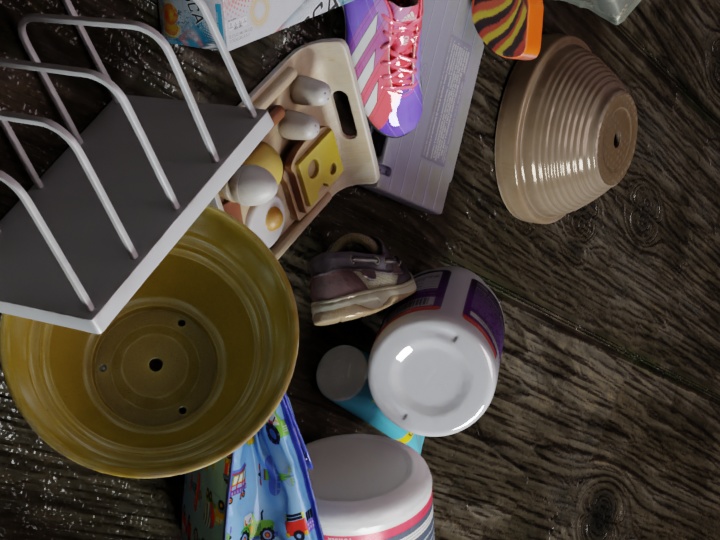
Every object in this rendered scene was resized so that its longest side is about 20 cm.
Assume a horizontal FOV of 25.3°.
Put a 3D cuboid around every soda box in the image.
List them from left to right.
[{"bbox_3d":[-0.067,-0.223,1.208,0.200,0.063,0.069,-32,127,-48],"label":"soda box"}]

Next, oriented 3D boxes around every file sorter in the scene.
[{"bbox_3d":[-0.179,-0.082,1.012,0.200,0.138,0.125,-54,138,-33],"label":"file sorter"}]

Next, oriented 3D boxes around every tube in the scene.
[{"bbox_3d":[0.023,0.118,1.489,0.200,0.050,0.078,35,69,-61],"label":"tube"}]

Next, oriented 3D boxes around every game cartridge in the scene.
[{"bbox_3d":[0.058,-0.159,1.457,0.130,0.038,0.201,20,84,-62],"label":"game cartridge"}]

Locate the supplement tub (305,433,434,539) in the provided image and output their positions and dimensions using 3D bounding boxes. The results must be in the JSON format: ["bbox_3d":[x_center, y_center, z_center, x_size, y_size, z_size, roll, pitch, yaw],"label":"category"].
[{"bbox_3d":[-0.003,0.257,1.401,0.140,0.140,0.201,-33,127,-48],"label":"supplement tub"}]

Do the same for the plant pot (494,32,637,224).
[{"bbox_3d":[0.226,-0.143,1.672,0.201,0.092,0.202,-25,121,-51],"label":"plant pot"}]

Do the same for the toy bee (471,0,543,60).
[{"bbox_3d":[0.135,-0.297,1.463,0.201,0.108,0.131,-67,152,-8],"label":"toy bee"}]

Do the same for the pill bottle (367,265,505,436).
[{"bbox_3d":[0.072,0.062,1.435,0.200,0.111,0.112,-63,155,-72],"label":"pill bottle"}]

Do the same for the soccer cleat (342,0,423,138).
[{"bbox_3d":[0.024,-0.198,1.330,0.068,0.073,0.201,-28,121,-29],"label":"soccer cleat"}]

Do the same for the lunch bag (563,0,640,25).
[{"bbox_3d":[0.258,-0.379,1.590,0.200,0.117,0.164,-49,142,-12],"label":"lunch bag"}]

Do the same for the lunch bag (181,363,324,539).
[{"bbox_3d":[-0.090,0.130,1.212,0.094,0.151,0.201,-9,105,-15],"label":"lunch bag"}]

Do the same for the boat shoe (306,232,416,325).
[{"bbox_3d":[0.000,0.000,1.356,0.200,0.072,0.065,-29,110,-72],"label":"boat shoe"}]

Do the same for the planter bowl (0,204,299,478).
[{"bbox_3d":[-0.143,0.055,1.110,0.083,0.200,0.201,102,13,-69],"label":"planter bowl"}]

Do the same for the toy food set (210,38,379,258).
[{"bbox_3d":[-0.054,-0.073,1.283,0.200,0.060,0.144,-50,138,-37],"label":"toy food set"}]
